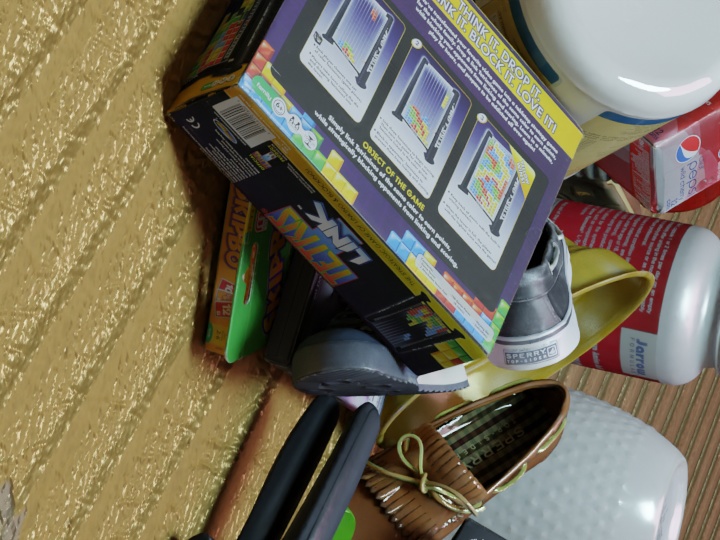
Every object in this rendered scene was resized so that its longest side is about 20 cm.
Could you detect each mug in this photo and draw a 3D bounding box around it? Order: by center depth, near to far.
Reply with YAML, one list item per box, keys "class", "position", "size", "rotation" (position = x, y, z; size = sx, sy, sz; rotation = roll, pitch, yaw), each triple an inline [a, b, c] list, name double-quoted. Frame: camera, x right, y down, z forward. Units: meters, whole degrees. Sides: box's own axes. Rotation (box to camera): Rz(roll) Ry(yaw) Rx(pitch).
- class: "mug"
  position: [0.134, 0.141, 1.817]
  size: [0.200, 0.174, 0.149]
  rotation: [-41, 140, -61]

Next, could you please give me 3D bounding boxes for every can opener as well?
- class: "can opener"
  position: [-0.045, 0.147, 1.425]
  size: [0.200, 0.063, 0.079]
  rotation: [-53, 152, -28]

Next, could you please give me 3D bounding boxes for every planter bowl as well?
- class: "planter bowl"
  position: [0.076, 0.024, 1.653]
  size: [0.200, 0.084, 0.200]
  rotation: [-29, 166, -8]

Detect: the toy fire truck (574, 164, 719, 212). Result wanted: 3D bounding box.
- class: "toy fire truck"
  position: [0.152, -0.086, 1.732]
  size: [0.129, 0.175, 0.201]
  rotation: [77, 31, -54]

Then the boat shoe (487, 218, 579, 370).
- class: "boat shoe"
  position: [0.082, -0.014, 1.513]
  size: [0.200, 0.071, 0.068]
  rotation: [-93, 171, -67]

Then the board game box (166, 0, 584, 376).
- class: "board game box"
  position: [0.013, -0.075, 1.352]
  size: [0.200, 0.057, 0.166]
  rotation: [47, 47, -24]

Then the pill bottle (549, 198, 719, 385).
- class: "pill bottle"
  position: [0.185, 0.016, 1.853]
  size: [0.112, 0.199, 0.113]
  rotation: [12, 90, -71]

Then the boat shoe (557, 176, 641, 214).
- class: "boat shoe"
  position: [0.173, -0.078, 1.965]
  size: [0.200, 0.072, 0.068]
  rotation: [57, 49, -62]

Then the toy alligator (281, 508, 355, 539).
- class: "toy alligator"
  position: [-0.042, 0.217, 1.547]
  size: [0.054, 0.059, 0.201]
  rotation: [-7, 126, -26]

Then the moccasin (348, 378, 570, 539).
- class: "moccasin"
  position: [0.049, 0.126, 1.624]
  size: [0.201, 0.074, 0.078]
  rotation: [-24, 162, -27]

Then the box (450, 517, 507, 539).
- class: "box"
  position: [0.026, 0.250, 1.616]
  size: [0.162, 0.049, 0.200]
  rotation: [-59, 178, -22]

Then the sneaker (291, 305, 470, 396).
- class: "sneaker"
  position: [0.009, 0.026, 1.437]
  size: [0.200, 0.070, 0.083]
  rotation: [8, 80, -75]

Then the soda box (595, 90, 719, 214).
- class: "soda box"
  position: [0.146, -0.122, 1.650]
  size: [0.070, 0.200, 0.064]
  rotation: [-29, 141, -20]

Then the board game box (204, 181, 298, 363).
- class: "board game box"
  position: [-0.036, -0.016, 1.446]
  size: [0.200, 0.030, 0.096]
  rotation: [-31, 133, -70]

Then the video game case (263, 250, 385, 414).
- class: "video game case"
  position: [0.000, 0.000, 1.502]
  size: [0.200, 0.019, 0.144]
  rotation: [39, 67, -73]

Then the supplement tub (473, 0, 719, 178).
- class: "supplement tub"
  position: [0.109, -0.130, 1.502]
  size: [0.200, 0.144, 0.145]
  rotation: [-28, -143, 58]
